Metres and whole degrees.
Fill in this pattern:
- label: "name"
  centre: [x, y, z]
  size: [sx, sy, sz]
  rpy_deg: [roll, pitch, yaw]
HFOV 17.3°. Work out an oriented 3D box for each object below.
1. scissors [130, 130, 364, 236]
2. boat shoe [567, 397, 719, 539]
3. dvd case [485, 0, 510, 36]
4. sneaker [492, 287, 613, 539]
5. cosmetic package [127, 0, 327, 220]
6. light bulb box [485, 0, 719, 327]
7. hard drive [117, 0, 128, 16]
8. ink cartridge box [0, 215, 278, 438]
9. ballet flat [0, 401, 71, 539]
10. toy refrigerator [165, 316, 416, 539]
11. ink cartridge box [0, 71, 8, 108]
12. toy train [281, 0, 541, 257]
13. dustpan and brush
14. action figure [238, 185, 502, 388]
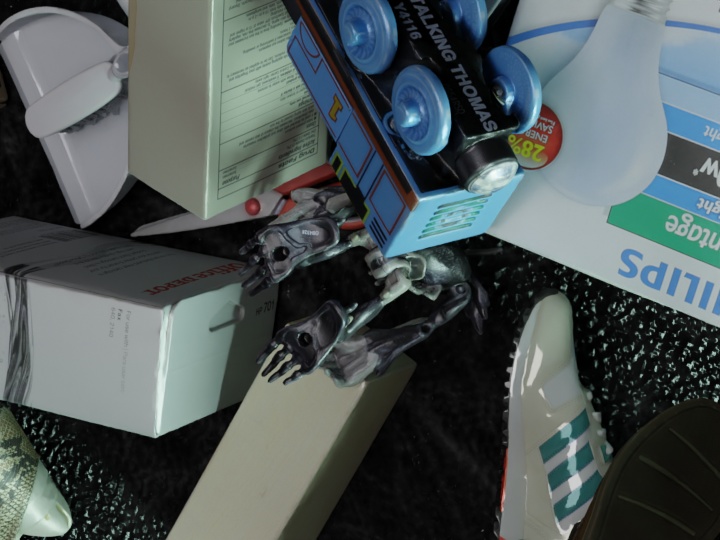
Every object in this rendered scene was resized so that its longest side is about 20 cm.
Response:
- label: "scissors"
  centre: [-0.053, -0.036, 1.455]
  size: [0.200, 0.014, 0.073]
  rpy_deg: [-28, 86, 24]
- label: "boat shoe"
  centre: [0.142, 0.156, 1.307]
  size: [0.072, 0.200, 0.068]
  rpy_deg: [38, 154, -3]
- label: "dvd case"
  centre: [0.028, -0.233, 1.261]
  size: [0.200, 0.016, 0.149]
  rpy_deg: [53, 139, 15]
- label: "sneaker"
  centre: [0.126, 0.111, 1.370]
  size: [0.093, 0.070, 0.200]
  rpy_deg: [5, 95, 4]
- label: "cosmetic package"
  centre: [-0.071, -0.142, 1.330]
  size: [0.073, 0.103, 0.200]
  rpy_deg: [32, 132, 33]
- label: "light bulb box"
  centre: [0.181, -0.089, 1.276]
  size: [0.198, 0.125, 0.200]
  rpy_deg: [22, 104, 22]
- label: "hard drive"
  centre: [-0.087, -0.184, 1.446]
  size: [0.132, 0.027, 0.200]
  rpy_deg: [-39, 80, 24]
- label: "ink cartridge box"
  centre: [-0.171, 0.029, 1.446]
  size: [0.200, 0.146, 0.086]
  rpy_deg: [13, 104, 24]
- label: "ballet flat"
  centre: [-0.229, 0.181, 1.545]
  size: [0.075, 0.068, 0.200]
  rpy_deg: [15, 110, -6]
- label: "toy refrigerator"
  centre: [-0.053, 0.123, 1.442]
  size: [0.070, 0.076, 0.200]
  rpy_deg: [35, 110, 17]
- label: "ink cartridge box"
  centre: [-0.347, -0.159, 1.547]
  size: [0.200, 0.075, 0.165]
  rpy_deg: [-16, 88, 26]
- label: "toy train"
  centre: [0.017, -0.109, 1.242]
  size: [0.200, 0.087, 0.114]
  rpy_deg: [61, 145, 22]
- label: "dustpan and brush"
  centre: [-0.152, -0.117, 1.446]
  size: [0.200, 0.057, 0.140]
  rpy_deg: [-27, 86, 37]
- label: "action figure"
  centre: [0.000, 0.000, 1.335]
  size: [0.102, 0.200, 0.119]
  rpy_deg: [-22, 87, 30]
